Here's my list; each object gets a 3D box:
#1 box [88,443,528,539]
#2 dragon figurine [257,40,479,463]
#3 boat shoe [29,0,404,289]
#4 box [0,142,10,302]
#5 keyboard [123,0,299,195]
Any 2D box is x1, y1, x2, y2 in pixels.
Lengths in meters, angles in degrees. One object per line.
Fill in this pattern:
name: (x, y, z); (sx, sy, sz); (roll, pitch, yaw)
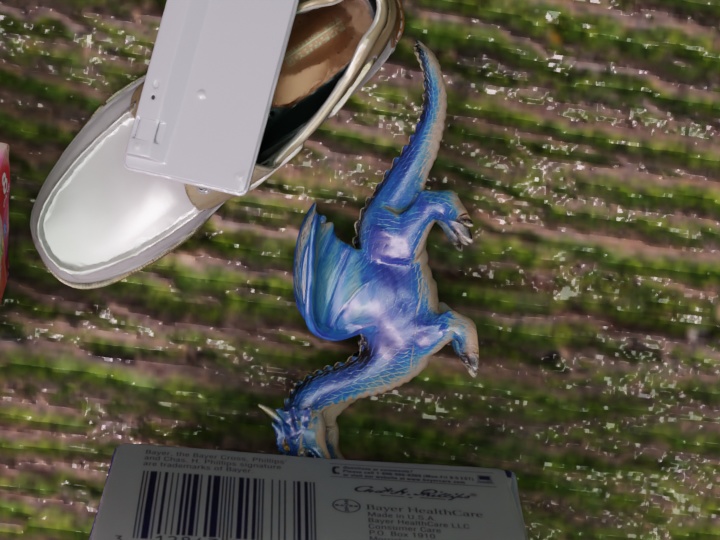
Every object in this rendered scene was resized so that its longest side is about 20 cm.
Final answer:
box: (-0.026, 0.190, 0.783); (0.182, 0.105, 0.202); (4, 110, -3)
dragon figurine: (0.000, 0.000, 0.814); (0.098, 0.059, 0.203); (-3, 96, -3)
boat shoe: (-0.067, -0.067, 0.800); (0.200, 0.068, 0.075); (-41, 95, 1)
box: (-0.253, -0.006, 0.764); (0.198, 0.095, 0.103); (11, 51, -3)
keyboard: (-0.049, -0.133, 0.771); (0.056, 0.011, 0.202); (13, 82, 5)
